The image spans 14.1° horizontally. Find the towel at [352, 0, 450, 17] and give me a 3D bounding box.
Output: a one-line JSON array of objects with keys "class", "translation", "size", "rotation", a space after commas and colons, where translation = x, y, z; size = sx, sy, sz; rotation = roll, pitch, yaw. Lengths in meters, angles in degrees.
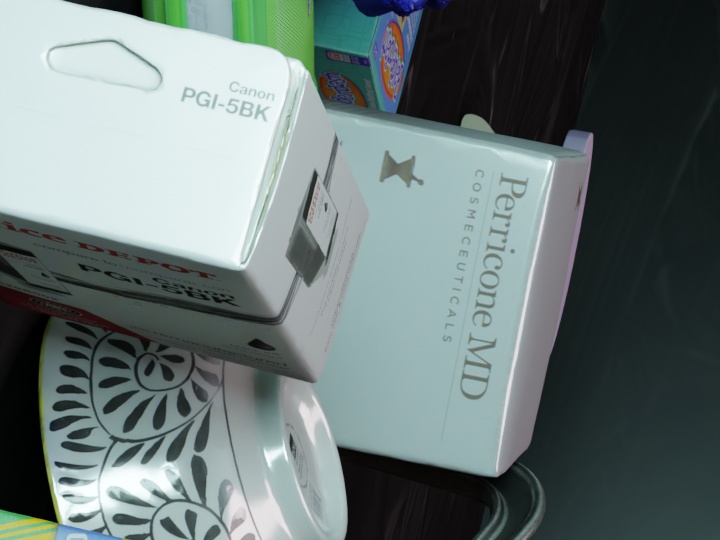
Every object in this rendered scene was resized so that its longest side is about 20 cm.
[{"class": "towel", "translation": [-0.008, -0.208, 1.304], "size": [0.148, 0.050, 0.200], "rotation": [-74, 146, -87]}]

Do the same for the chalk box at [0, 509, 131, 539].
[{"class": "chalk box", "translation": [-0.097, 0.187, 1.168], "size": [0.124, 0.200, 0.124], "rotation": [89, 16, -55]}]

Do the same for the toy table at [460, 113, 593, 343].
[{"class": "toy table", "translation": [0.121, -0.032, 2.449], "size": [0.184, 0.117, 0.200], "rotation": [86, 18, -59]}]

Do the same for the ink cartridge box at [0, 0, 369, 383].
[{"class": "ink cartridge box", "translation": [-0.086, -0.030, 1.128], "size": [0.200, 0.147, 0.083], "rotation": [62, 43, -74]}]

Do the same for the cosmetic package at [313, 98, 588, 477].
[{"class": "cosmetic package", "translation": [0.000, 0.000, 1.511], "size": [0.166, 0.200, 0.167], "rotation": [-12, 113, -80]}]

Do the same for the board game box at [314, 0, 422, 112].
[{"class": "board game box", "translation": [0.016, -0.200, 1.827], "size": [0.152, 0.045, 0.200], "rotation": [76, 27, -71]}]

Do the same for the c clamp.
[{"class": "c clamp", "translation": [-0.011, 0.135, 1.521], "size": [0.171, 0.200, 0.027], "rotation": [-49, 140, -46]}]

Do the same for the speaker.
[{"class": "speaker", "translation": [-0.061, -0.131, 1.338], "size": [0.200, 0.088, 0.088], "rotation": [90, 15, -51]}]

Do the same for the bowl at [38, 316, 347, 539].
[{"class": "bowl", "translation": [-0.064, 0.096, 1.330], "size": [0.201, 0.094, 0.201], "rotation": [-16, 90, -76]}]
